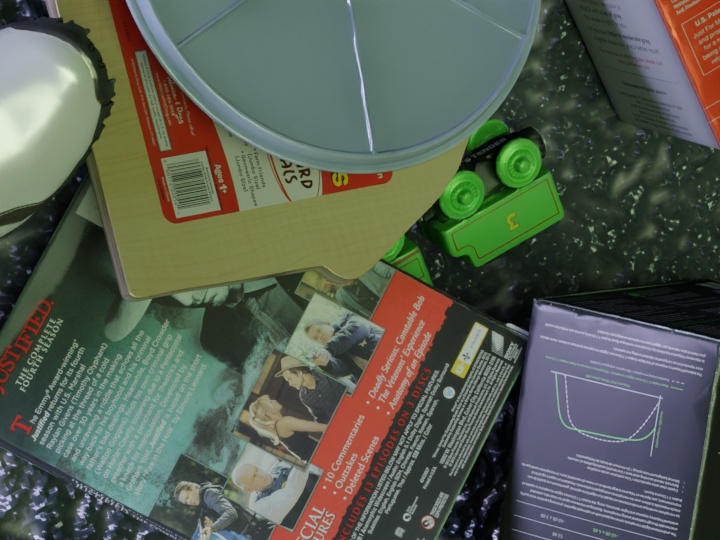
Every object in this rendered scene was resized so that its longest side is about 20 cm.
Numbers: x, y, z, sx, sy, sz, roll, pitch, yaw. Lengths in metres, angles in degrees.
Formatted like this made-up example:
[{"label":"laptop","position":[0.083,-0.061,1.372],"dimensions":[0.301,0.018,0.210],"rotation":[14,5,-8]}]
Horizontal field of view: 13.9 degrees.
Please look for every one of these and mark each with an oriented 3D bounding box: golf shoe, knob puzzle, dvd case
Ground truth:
[{"label":"golf shoe","position":[-0.184,-0.027,1.146],"dimensions":[0.200,0.095,0.078],"rotation":[-33,98,7]},{"label":"knob puzzle","position":[-0.034,-0.089,1.238],"dimensions":[0.219,0.030,0.221],"rotation":[7,74,-25]},{"label":"dvd case","position":[-0.047,0.046,1.226],"dimensions":[0.200,0.022,0.146],"rotation":[27,75,-2]}]

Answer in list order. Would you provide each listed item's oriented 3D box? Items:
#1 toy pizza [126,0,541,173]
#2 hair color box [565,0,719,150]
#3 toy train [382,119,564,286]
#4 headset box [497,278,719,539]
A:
[{"label":"toy pizza","position":[-0.015,-0.136,1.224],"dimensions":[0.200,0.032,0.201],"rotation":[7,75,-26]},{"label":"hair color box","position":[0.116,-0.156,1.263],"dimensions":[0.061,0.101,0.200],"rotation":[-32,111,-13]},{"label":"toy train","position":[0.000,0.000,1.284],"dimensions":[0.200,0.042,0.057],"rotation":[-30,120,-13]},{"label":"headset box","position":[0.139,0.113,1.288],"dimensions":[0.174,0.093,0.201],"rotation":[-6,106,-58]}]
